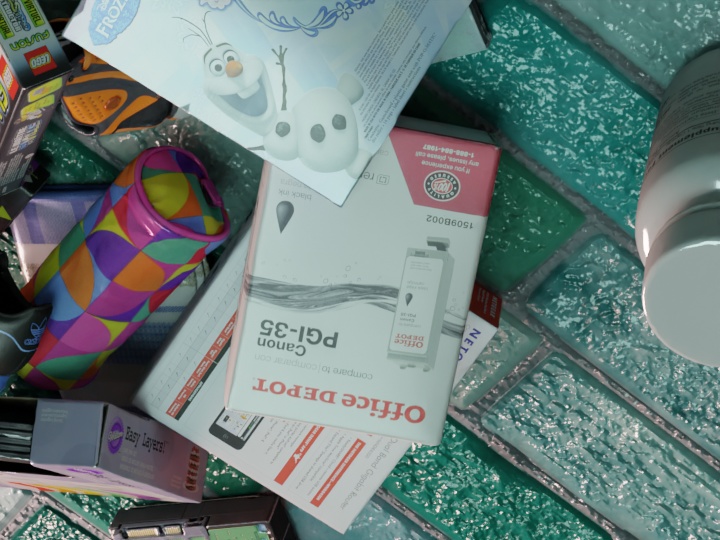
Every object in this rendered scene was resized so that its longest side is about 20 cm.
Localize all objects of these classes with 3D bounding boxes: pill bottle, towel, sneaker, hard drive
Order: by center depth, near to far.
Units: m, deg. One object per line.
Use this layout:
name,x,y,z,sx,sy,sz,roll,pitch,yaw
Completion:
pill bottle,0.223,-0.038,1.387,0.114,0.200,0.115,7,126,10
sneaker,-0.153,-0.164,1.460,0.078,0.112,0.201,42,140,41
sneaker,-0.290,-0.010,1.580,0.200,0.070,0.078,43,111,8
towel,-0.165,0.025,1.663,0.146,0.024,0.201,-1,122,19
hard drive,-0.098,0.263,1.803,0.139,0.038,0.200,-8,122,21

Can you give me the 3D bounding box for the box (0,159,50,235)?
box,-0.332,-0.080,1.620,0.200,0.036,0.143,40,125,-6

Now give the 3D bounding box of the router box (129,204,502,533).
router box,-0.031,0.056,1.605,0.179,0.049,0.200,33,114,-8

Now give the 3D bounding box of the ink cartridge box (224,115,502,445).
ink cartridge box,0.000,0.000,1.501,0.146,0.083,0.201,10,100,-4

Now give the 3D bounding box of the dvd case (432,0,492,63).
dvd case,-0.019,-0.209,1.457,0.146,0.022,0.200,-12,119,23

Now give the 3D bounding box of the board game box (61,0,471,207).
board game box,-0.043,-0.175,1.401,0.199,0.043,0.200,31,101,-7

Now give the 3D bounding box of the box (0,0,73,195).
box,-0.238,-0.128,1.483,0.110,0.035,0.200,61,156,9

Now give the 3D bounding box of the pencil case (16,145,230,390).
pencil case,-0.168,0.001,1.586,0.088,0.088,0.200,37,129,-12

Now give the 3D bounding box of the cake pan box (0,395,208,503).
cake pan box,-0.226,0.123,1.654,0.183,0.053,0.200,1,168,17
